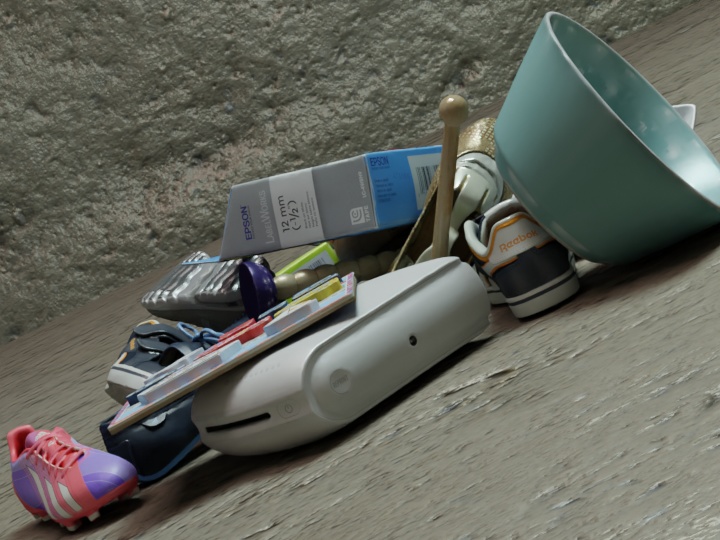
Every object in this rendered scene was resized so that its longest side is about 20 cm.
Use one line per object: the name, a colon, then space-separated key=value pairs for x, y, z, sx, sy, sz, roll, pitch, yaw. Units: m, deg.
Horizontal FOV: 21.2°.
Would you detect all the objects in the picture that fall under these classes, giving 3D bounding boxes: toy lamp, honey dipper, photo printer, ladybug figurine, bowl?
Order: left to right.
photo printer: x=-0.022 y=0.068 z=1.412 sx=0.199 sy=0.070 sz=0.166 roll=-32 pitch=8 yaw=-36
toy lamp: x=0.000 y=0.000 z=1.590 sx=0.198 sy=0.059 sz=0.058 roll=-12 pitch=2 yaw=-18
ladybug figurine: x=0.025 y=-0.064 z=1.785 sx=0.135 sy=0.072 sz=0.200 roll=-36 pitch=-5 yaw=2
honey dipper: x=0.062 y=-0.041 z=1.450 sx=0.038 sy=0.202 sz=0.038 roll=2 pitch=31 yaw=-1
bowl: x=0.173 y=-0.083 z=1.416 sx=0.105 sy=0.201 sz=0.201 roll=-44 pitch=0 yaw=20

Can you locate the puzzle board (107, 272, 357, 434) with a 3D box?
puzzle board: x=-0.092 y=0.056 z=1.422 sx=0.199 sy=0.018 sz=0.151 roll=-30 pitch=4 yaw=2

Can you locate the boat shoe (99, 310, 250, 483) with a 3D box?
boat shoe: x=-0.131 y=0.084 z=1.558 sx=0.084 sy=0.069 sz=0.200 roll=-19 pitch=24 yaw=47

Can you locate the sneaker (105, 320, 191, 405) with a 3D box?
sneaker: x=-0.178 y=0.086 z=1.702 sx=0.080 sy=0.078 sz=0.200 roll=-57 pitch=13 yaw=-10

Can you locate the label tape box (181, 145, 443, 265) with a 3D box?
label tape box: x=-0.039 y=-0.055 z=1.632 sx=0.198 sy=0.067 sz=0.143 roll=-9 pitch=2 yaw=30

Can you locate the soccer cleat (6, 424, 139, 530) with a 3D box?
soccer cleat: x=-0.234 y=0.157 z=1.521 sx=0.066 sy=0.077 sz=0.200 roll=-29 pitch=7 yaw=-25

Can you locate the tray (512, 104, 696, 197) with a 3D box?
tray: x=0.179 y=-0.076 z=1.571 sx=0.198 sy=0.022 sz=0.108 roll=-4 pitch=61 yaw=32

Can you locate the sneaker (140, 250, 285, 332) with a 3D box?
sneaker: x=-0.132 y=0.036 z=1.751 sx=0.075 sy=0.082 sz=0.199 roll=-43 pitch=23 yaw=-23

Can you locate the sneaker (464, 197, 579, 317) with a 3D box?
sneaker: x=0.123 y=-0.018 z=1.491 sx=0.078 sy=0.080 sz=0.200 roll=-27 pitch=5 yaw=-2

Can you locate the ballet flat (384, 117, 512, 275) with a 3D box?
ballet flat: x=0.076 y=-0.035 z=1.549 sx=0.202 sy=0.070 sz=0.065 roll=-65 pitch=4 yaw=-9

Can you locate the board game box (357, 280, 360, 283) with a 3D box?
board game box: x=0.044 y=0.001 z=1.815 sx=0.157 sy=0.039 sz=0.200 roll=-32 pitch=0 yaw=32

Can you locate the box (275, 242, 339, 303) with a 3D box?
box: x=-0.074 y=0.026 z=1.896 sx=0.121 sy=0.048 sz=0.200 roll=-34 pitch=1 yaw=-4

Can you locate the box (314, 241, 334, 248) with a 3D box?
box: x=-0.022 y=-0.042 z=1.931 sx=0.198 sy=0.042 sz=0.039 roll=9 pitch=-3 yaw=-16
